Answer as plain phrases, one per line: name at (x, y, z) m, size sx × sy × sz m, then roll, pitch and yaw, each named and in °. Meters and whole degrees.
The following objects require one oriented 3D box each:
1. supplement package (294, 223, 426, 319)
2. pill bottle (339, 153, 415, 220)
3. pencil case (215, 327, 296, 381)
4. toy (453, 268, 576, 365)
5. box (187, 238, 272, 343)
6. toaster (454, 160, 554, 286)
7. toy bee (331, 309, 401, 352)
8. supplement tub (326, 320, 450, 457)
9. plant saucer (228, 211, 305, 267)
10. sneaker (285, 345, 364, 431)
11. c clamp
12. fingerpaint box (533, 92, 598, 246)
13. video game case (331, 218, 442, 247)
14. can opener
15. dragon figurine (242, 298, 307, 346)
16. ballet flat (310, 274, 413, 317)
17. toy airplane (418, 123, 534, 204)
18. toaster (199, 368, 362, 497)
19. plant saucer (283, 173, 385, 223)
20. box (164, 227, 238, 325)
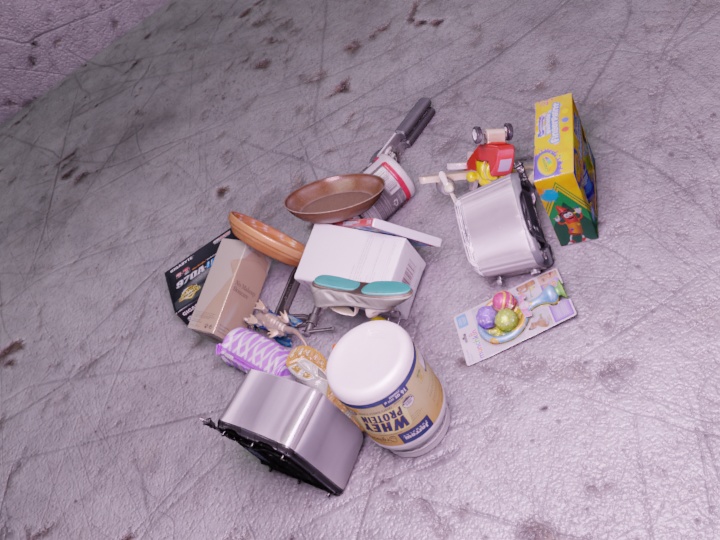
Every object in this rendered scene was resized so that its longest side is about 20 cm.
supplement package at (0.000, 0.000, 1.541) m, size 0.198 × 0.117 × 0.118 m, roll 12°, pitch 73°, yaw 29°
pill bottle at (0.007, -0.134, 1.704) m, size 0.200 × 0.111 × 0.111 m, roll -42°, pitch 41°, yaw -8°
pencil case at (-0.187, 0.169, 1.568) m, size 0.199 × 0.085 × 0.085 m, roll 19°, pitch 103°, yaw 44°
toy at (0.249, 0.066, 1.398) m, size 0.198 × 0.047 × 0.116 m, roll -25°, pitch 40°, yaw 12°
box at (-0.264, 0.045, 1.701) m, size 0.077 × 0.095 × 0.202 m, roll 8°, pitch 72°, yaw 35°
toaster at (0.245, -0.079, 1.451) m, size 0.128 × 0.113 × 0.203 m, roll -19°, pitch 78°, yaw 24°
toy bee at (0.040, 0.145, 1.445) m, size 0.199 × 0.108 × 0.132 m, roll -1°, pitch 64°, yaw 60°
supplement tub at (0.049, 0.189, 1.303) m, size 0.143 × 0.201 × 0.146 m, roll -18°, pitch 43°, yaw 19°
plant saucer at (-0.181, -0.058, 1.688) m, size 0.200 × 0.199 × 0.038 m, roll 35°, pitch 98°, yaw 47°
sneaker at (-0.042, 0.208, 1.450) m, size 0.200 × 0.088 × 0.076 m, roll 40°, pitch 73°, yaw 24°
c clamp at (-0.094, 0.051, 1.670) m, size 0.169 × 0.027 × 0.202 m, roll -12°, pitch 48°, yaw 33°
fingerpaint box at (0.361, -0.177, 1.459) m, size 0.073 × 0.167 × 0.202 m, roll -11°, pitch 45°, yaw 25°
video game case at (0.044, -0.070, 1.553) m, size 0.200 × 0.141 × 0.018 m, roll 5°, pitch 80°, yaw 66°
can opener at (0.087, -0.302, 1.850) m, size 0.066 × 0.054 × 0.201 m, roll 16°, pitch 61°, yaw 41°
dragon figurine at (-0.153, 0.109, 1.606) m, size 0.198 × 0.099 × 0.059 m, roll 22°, pitch 82°, yaw 27°
ballet flat at (0.004, 0.048, 1.426) m, size 0.198 × 0.065 × 0.067 m, roll 6°, pitch 24°, yaw 30°
toy airplane at (0.235, -0.178, 1.570) m, size 0.198 × 0.198 × 0.143 m, roll -15°, pitch 79°, yaw 33°
toaster at (-0.119, 0.259, 1.356) m, size 0.179 × 0.200 × 0.120 m, roll 9°, pitch 61°, yaw 40°
plant saucer at (-0.047, -0.133, 1.588) m, size 0.198 × 0.037 × 0.201 m, roll -10°, pitch 25°, yaw 5°
box at (-0.330, 0.008, 1.849) m, size 0.199 × 0.046 × 0.160 m, roll -33°, pitch 41°, yaw 3°
